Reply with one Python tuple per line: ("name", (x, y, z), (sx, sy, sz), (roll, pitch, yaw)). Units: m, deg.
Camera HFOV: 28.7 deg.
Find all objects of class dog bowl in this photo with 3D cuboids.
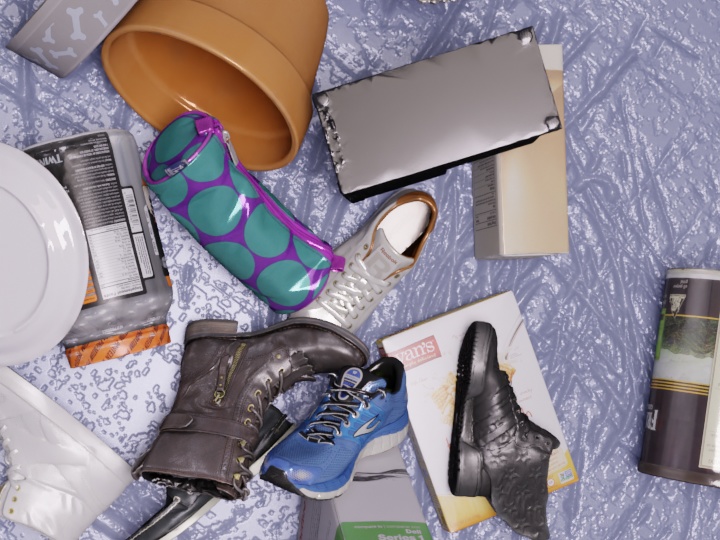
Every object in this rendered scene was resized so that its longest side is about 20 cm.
("dog bowl", (-0.232, -0.256, 1.261), (0.059, 0.200, 0.200), (42, 82, -17))

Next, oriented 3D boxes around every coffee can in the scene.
("coffee can", (0.357, 0.108, 1.372), (0.145, 0.146, 0.202), (10, 86, -9))

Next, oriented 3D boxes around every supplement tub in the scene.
("supplement tub", (-0.242, -0.019, 1.283), (0.121, 0.123, 0.202), (-13, 90, -10))

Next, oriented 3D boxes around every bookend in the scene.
("bookend", (0.068, -0.135, 1.283), (0.198, 0.199, 0.093), (-17, 90, 3))

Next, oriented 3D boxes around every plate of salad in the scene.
("plate of salad", (-0.323, -0.016, 1.229), (0.198, 0.048, 0.202), (4, 104, 15))

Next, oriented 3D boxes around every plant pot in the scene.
("plant pot", (-0.117, -0.206, 1.288), (0.199, 0.200, 0.141), (30, 67, -7))

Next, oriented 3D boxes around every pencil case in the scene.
("pencil case", (-0.109, -0.051, 1.296), (0.092, 0.085, 0.200), (-28, 123, 24))

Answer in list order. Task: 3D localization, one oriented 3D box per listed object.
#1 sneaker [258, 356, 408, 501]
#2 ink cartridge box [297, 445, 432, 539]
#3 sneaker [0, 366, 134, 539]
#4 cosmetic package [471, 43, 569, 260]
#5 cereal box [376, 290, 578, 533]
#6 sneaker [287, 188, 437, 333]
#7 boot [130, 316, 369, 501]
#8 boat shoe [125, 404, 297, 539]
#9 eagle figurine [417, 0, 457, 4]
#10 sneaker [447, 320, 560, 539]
("sneaker", (-0.021, 0.129, 1.229), (0.078, 0.200, 0.090), (18, 118, 25))
("ink cartridge box", (0.001, 0.250, 1.258), (0.084, 0.200, 0.147), (2, 117, -12))
("sneaker", (-0.315, 0.167, 1.289), (0.200, 0.074, 0.116), (42, 79, -7))
("cosmetic package", (0.153, -0.112, 1.367), (0.070, 0.105, 0.202), (-2, 90, -10))
("cereal box", (0.115, 0.137, 1.382), (0.143, 0.040, 0.202), (-21, 92, -10))
("sneaker", (0.000, 0.000, 1.345), (0.073, 0.085, 0.201), (38, 86, -7))
("boot", (-0.097, 0.132, 1.281), (0.198, 0.069, 0.175), (0, 52, 13))
("boat shoe", (-0.151, 0.190, 1.317), (0.199, 0.074, 0.066), (-38, 92, -10))
("eagle figurine", (0.015, -0.316, 1.329), (0.152, 0.199, 0.152), (54, 35, -35))
("sneaker", (0.141, 0.152, 1.338), (0.103, 0.060, 0.202), (6, 92, -8))
